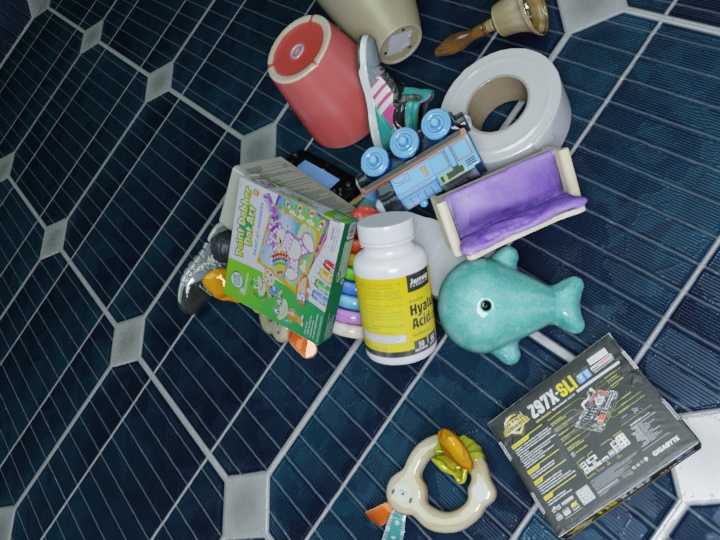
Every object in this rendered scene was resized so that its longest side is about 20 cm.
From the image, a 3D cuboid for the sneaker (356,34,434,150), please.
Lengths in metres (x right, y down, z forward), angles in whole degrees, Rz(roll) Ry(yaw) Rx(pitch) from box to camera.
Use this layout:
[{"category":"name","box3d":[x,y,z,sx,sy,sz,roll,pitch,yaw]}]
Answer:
[{"category":"sneaker","box3d":[0.066,-0.312,1.054,0.119,0.084,0.203,-7,107,19]}]

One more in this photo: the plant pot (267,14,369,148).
[{"category":"plant pot","box3d":[-0.068,-0.360,1.137,0.198,0.177,0.204,-13,63,28]}]

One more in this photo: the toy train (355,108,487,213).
[{"category":"toy train","box3d":[0.088,-0.154,0.913,0.198,0.086,0.116,-29,76,16]}]

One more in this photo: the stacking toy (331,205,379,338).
[{"category":"stacking toy","box3d":[0.000,0.000,0.957,0.084,0.085,0.204,16,100,36]}]

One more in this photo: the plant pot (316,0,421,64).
[{"category":"plant pot","box3d":[0.030,-0.497,1.147,0.186,0.187,0.202,-33,69,17]}]

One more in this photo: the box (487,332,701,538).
[{"category":"box","box3d":[0.281,0.203,0.751,0.199,0.049,0.161,-41,51,12]}]

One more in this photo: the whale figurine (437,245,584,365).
[{"category":"whale figurine","box3d":[0.202,0.047,0.811,0.196,0.104,0.162,1,87,9]}]

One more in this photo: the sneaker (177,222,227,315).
[{"category":"sneaker","box3d":[-0.274,0.004,1.182,0.114,0.075,0.203,19,80,34]}]

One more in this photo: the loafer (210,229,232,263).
[{"category":"loafer","box3d":[-0.186,-0.067,1.104,0.069,0.200,0.069,8,119,29]}]

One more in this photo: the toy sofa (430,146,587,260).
[{"category":"toy sofa","box3d":[0.205,-0.096,0.844,0.197,0.084,0.098,-23,17,-2]}]

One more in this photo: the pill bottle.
[{"category":"pill bottle","box3d":[0.047,0.023,0.879,0.110,0.111,0.203,4,113,34]}]

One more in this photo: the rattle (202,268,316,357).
[{"category":"rattle","box3d":[-0.164,0.062,1.016,0.130,0.142,0.201,-48,41,20]}]

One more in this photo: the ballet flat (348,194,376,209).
[{"category":"ballet flat","box3d":[0.003,-0.096,1.051,0.199,0.069,0.063,-31,10,35]}]

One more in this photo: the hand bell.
[{"category":"hand bell","box3d":[0.211,-0.418,1.051,0.198,0.103,0.106,-12,63,41]}]

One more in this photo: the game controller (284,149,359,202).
[{"category":"game controller","box3d":[-0.091,-0.164,1.140,0.104,0.043,0.199,-37,48,-23]}]

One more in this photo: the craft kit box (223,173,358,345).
[{"category":"craft kit box","box3d":[-0.113,-0.019,0.925,0.195,0.048,0.203,26,116,26]}]

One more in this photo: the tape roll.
[{"category":"tape roll","box3d":[0.227,-0.244,0.963,0.200,0.071,0.206,-13,63,27]}]

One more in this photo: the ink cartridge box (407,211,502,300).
[{"category":"ink cartridge box","box3d":[0.117,-0.017,0.951,0.198,0.050,0.110,25,86,39]}]

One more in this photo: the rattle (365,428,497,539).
[{"category":"rattle","box3d":[0.070,0.294,0.797,0.198,0.143,0.132,-26,76,14]}]

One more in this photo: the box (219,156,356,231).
[{"category":"box","box3d":[-0.114,-0.087,1.009,0.199,0.127,0.110,35,122,19]}]
